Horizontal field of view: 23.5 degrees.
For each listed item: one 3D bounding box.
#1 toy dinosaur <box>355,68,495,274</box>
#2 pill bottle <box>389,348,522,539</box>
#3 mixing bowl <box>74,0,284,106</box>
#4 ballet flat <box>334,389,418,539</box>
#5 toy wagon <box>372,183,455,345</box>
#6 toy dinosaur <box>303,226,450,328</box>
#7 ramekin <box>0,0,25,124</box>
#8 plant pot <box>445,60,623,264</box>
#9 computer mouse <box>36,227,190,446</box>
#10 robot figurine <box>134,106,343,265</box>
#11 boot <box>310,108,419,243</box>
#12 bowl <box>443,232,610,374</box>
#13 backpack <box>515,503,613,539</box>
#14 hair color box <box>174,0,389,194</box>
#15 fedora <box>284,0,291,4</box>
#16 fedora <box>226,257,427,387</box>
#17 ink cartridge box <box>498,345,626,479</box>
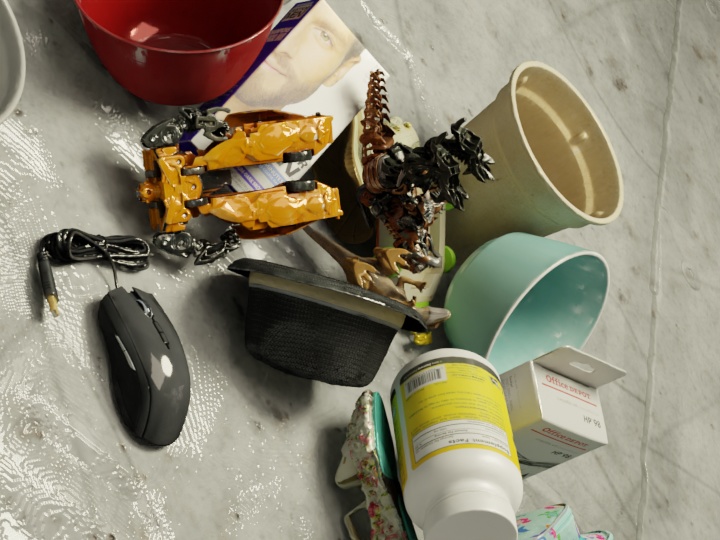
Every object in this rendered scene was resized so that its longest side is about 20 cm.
[{"bbox_3d":[0.046,-0.092,1.698,0.200,0.135,0.103,58,39,-35],"label":"toy dinosaur"},{"bbox_3d":[0.091,0.178,1.624,0.112,0.112,0.201,37,28,-31],"label":"pill bottle"},{"bbox_3d":[-0.174,-0.227,1.628,0.199,0.109,0.201,5,45,-5],"label":"mixing bowl"},{"bbox_3d":[0.011,0.212,1.632,0.076,0.064,0.201,48,25,-68],"label":"ballet flat"},{"bbox_3d":[0.055,-0.021,1.837,0.155,0.039,0.202,-4,96,-64],"label":"toy wagon"},{"bbox_3d":[0.000,0.000,1.722,0.200,0.106,0.061,39,72,0],"label":"toy dinosaur"},{"bbox_3d":[-0.374,-0.175,1.364,0.200,0.105,0.201,32,43,-37],"label":"ramekin"},{"bbox_3d":[0.163,-0.104,1.950,0.200,0.183,0.201,33,42,-35],"label":"plant pot"},{"bbox_3d":[-0.205,0.048,1.479,0.140,0.046,0.201,12,57,-50],"label":"computer mouse"},{"bbox_3d":[-0.117,-0.084,1.608,0.199,0.058,0.146,-9,98,-24],"label":"robot figurine"},{"bbox_3d":[0.001,-0.146,1.844,0.155,0.072,0.201,-39,119,-57],"label":"boot"},{"bbox_3d":[0.165,0.040,1.875,0.105,0.202,0.200,37,21,31],"label":"bowl"},{"bbox_3d":[0.165,0.311,1.668,0.200,0.177,0.152,-11,80,-59],"label":"backpack"},{"bbox_3d":[-0.078,-0.157,1.689,0.109,0.065,0.200,47,71,-21],"label":"hair color box"},{"bbox_3d":[-0.113,-0.332,1.802,0.201,0.176,0.091,-87,165,-49],"label":"fedora"},{"bbox_3d":[-0.039,0.057,1.626,0.200,0.200,0.092,21,82,-44],"label":"fedora"},{"bbox_3d":[0.167,0.154,1.758,0.115,0.199,0.067,23,50,-42],"label":"ink cartridge box"}]
